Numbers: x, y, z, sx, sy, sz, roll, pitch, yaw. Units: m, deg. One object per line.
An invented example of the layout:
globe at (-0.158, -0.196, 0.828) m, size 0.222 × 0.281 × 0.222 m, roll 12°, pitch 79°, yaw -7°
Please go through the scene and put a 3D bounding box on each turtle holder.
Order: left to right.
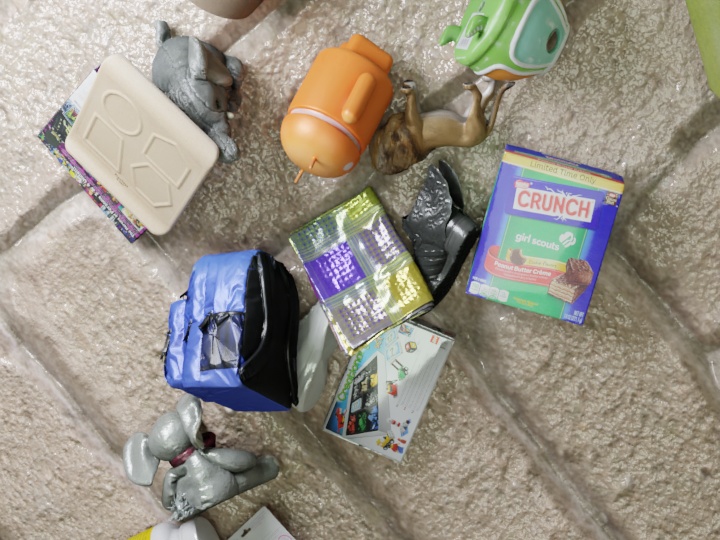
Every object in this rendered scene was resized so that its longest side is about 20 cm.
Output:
turtle holder at (0.198, -0.329, 1.633) m, size 0.131 × 0.141 × 0.187 m, roll 26°, pitch 66°, yaw -17°

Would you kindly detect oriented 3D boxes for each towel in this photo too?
towel at (0.000, 0.000, 1.729) m, size 0.143 × 0.023 × 0.202 m, roll -28°, pitch 72°, yaw 4°

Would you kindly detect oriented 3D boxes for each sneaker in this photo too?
sneaker at (-0.076, 0.091, 1.790) m, size 0.088 × 0.075 × 0.202 m, roll 27°, pitch 101°, yaw 24°
sneaker at (0.095, -0.041, 1.739) m, size 0.104 × 0.060 × 0.201 m, roll 42°, pitch 126°, yaw 19°

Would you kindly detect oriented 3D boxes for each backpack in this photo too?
backpack at (-0.175, 0.075, 1.721) m, size 0.166 × 0.162 × 0.203 m, roll -2°, pitch 71°, yaw 20°

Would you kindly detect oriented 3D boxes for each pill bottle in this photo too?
pill bottle at (-0.304, 0.437, 1.871) m, size 0.198 × 0.111 × 0.112 m, roll -27°, pitch 100°, yaw 11°

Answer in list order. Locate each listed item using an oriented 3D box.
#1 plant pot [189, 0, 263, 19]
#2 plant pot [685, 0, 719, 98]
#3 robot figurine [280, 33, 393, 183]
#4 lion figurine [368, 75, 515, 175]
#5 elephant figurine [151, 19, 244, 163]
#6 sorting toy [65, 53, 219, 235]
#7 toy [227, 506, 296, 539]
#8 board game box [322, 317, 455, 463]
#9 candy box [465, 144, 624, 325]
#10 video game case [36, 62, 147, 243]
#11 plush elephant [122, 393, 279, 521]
plant pot at (-0.154, -0.419, 1.616) m, size 0.199 × 0.201 × 0.175 m, roll 31°, pitch 122°, yaw -3°
plant pot at (0.487, -0.317, 1.579) m, size 0.198 × 0.201 × 0.186 m, roll -12°, pitch 114°, yaw 8°
robot figurine at (-0.031, -0.206, 1.662) m, size 0.143 × 0.117 × 0.202 m, roll 15°, pitch 69°, yaw 33°
lion figurine at (0.108, -0.190, 1.696) m, size 0.197 × 0.073 × 0.124 m, roll -3°, pitch 111°, yaw 2°
elephant figurine at (-0.213, -0.232, 1.645) m, size 0.153 × 0.200 × 0.143 m, roll 11°, pitch 104°, yaw -4°
sorting toy at (-0.278, -0.159, 1.629) m, size 0.185 × 0.037 × 0.200 m, roll 43°, pitch 139°, yaw -1°
toy at (-0.100, 0.444, 1.882) m, size 0.200 × 0.047 × 0.115 m, roll 48°, pitch 115°, yaw 4°
board game box at (0.039, 0.158, 1.807) m, size 0.125 × 0.035 × 0.202 m, roll 23°, pitch 105°, yaw -1°
candy box at (0.246, -0.049, 1.714) m, size 0.167 × 0.077 × 0.202 m, roll 15°, pitch 104°, yaw 2°
video game case at (-0.325, -0.155, 1.721) m, size 0.200 × 0.036 × 0.181 m, roll 49°, pitch 135°, yaw -7°
plush elephant at (-0.240, 0.261, 1.805) m, size 0.164 × 0.200 × 0.156 m, roll -27°, pitch 82°, yaw 19°
